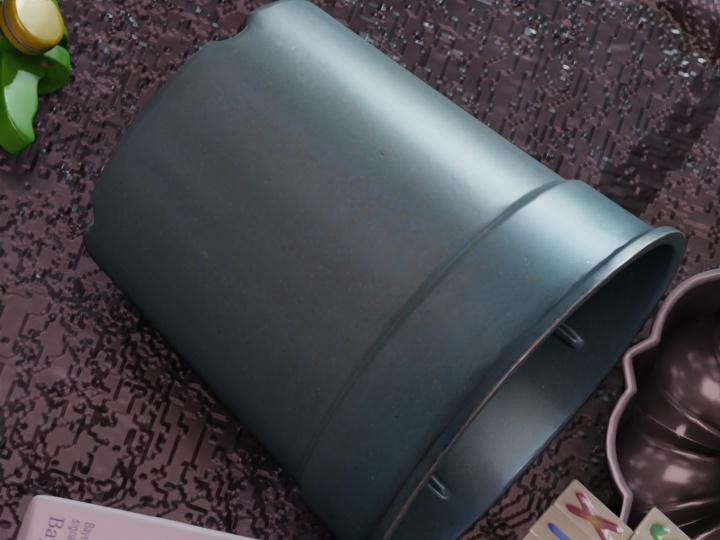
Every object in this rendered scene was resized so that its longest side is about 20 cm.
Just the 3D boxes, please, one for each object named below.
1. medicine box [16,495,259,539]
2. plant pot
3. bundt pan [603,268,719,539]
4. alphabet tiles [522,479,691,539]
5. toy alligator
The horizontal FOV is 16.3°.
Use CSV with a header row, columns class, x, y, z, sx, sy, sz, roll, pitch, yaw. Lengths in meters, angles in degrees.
class,x,y,z,sx,sy,sz,roll,pitch,yaw
medicine box,-0.047,0.174,1.013,0.200,0.182,0.103,13,74,-2
plant pot,0.000,0.000,1.075,0.196,0.200,0.200,41,74,15
bundt pan,0.201,0.090,1.120,0.202,0.076,0.202,1,75,-5
alphabet tiles,0.144,0.165,0.984,0.200,0.166,0.006,42,113,7
toy alligator,-0.173,-0.146,1.163,0.054,0.059,0.200,-2,67,-51
